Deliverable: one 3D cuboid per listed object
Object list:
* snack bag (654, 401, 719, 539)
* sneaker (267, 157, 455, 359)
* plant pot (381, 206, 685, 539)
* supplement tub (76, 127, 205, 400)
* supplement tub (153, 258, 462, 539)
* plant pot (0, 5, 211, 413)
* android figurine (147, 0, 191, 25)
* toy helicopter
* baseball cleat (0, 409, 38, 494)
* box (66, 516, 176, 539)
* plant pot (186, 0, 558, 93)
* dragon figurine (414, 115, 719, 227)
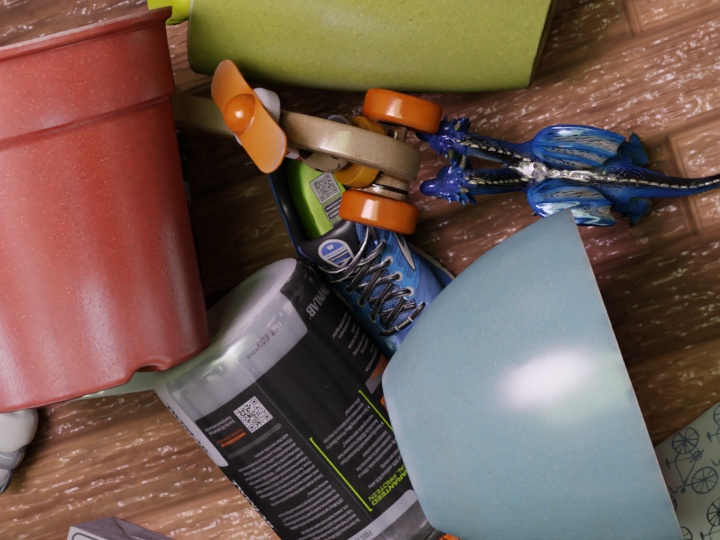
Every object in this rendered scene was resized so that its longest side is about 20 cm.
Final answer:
[{"bbox_3d":[0.170,0.187,1.393,0.200,0.021,0.189,-37,37,15],"label":"snack bag"},{"bbox_3d":[0.000,0.000,1.482,0.078,0.089,0.200,-39,79,18],"label":"sneaker"},{"bbox_3d":[0.090,0.081,1.360,0.134,0.200,0.201,-20,84,6],"label":"plant pot"},{"bbox_3d":[-0.174,-0.020,1.520,0.140,0.140,0.201,-8,89,21],"label":"supplement tub"},{"bbox_3d":[-0.021,0.102,1.451,0.122,0.123,0.200,-36,102,18],"label":"supplement tub"},{"bbox_3d":[-0.180,-0.031,1.365,0.200,0.201,0.196,-12,97,20],"label":"plant pot"},{"bbox_3d":[-0.120,-0.246,1.479,0.041,0.200,0.183,-7,89,-20],"label":"android figurine"},{"bbox_3d":[-0.059,-0.082,1.407,0.199,0.132,0.079,14,91,32],"label":"toy helicopter"},{"bbox_3d":[-0.312,0.082,1.614,0.200,0.070,0.107,32,107,20],"label":"baseball cleat"},{"bbox_3d":[-0.153,0.274,1.561,0.116,0.060,0.201,16,96,19],"label":"box"},{"bbox_3d":[0.019,-0.181,1.439,0.199,0.187,0.188,17,97,4],"label":"plant pot"},{"bbox_3d":[0.132,-0.057,1.425,0.199,0.099,0.059,7,94,20],"label":"dragon figurine"}]
